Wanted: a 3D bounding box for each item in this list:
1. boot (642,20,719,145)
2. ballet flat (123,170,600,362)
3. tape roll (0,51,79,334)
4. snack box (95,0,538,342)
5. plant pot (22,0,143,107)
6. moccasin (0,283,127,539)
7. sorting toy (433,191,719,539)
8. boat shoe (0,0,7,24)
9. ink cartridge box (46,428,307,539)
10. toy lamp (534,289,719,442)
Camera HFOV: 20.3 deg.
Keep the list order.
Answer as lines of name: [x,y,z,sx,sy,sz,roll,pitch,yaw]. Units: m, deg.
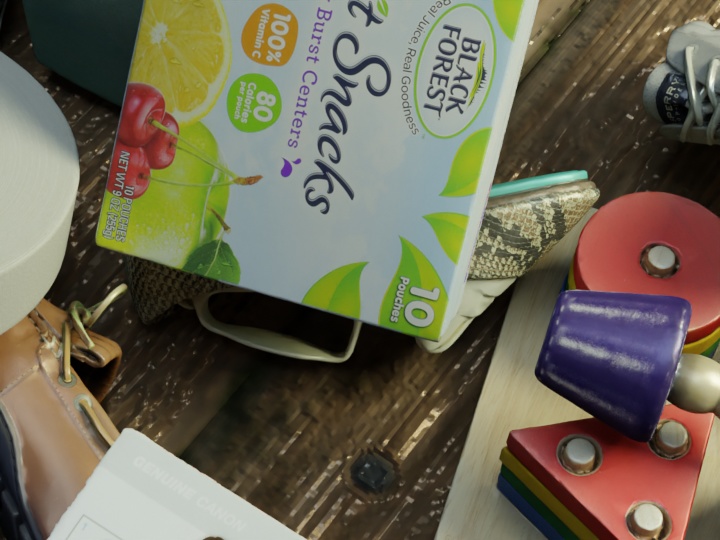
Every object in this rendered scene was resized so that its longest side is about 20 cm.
boot: [0.164,-0.058,0.843,0.095,0.074,0.200,13,16,10]
ballet flat: [0.000,0.000,0.831,0.200,0.068,0.075,-2,90,7]
tape roll: [-0.207,-0.038,0.755,0.202,0.037,0.203,11,37,-9]
snack box: [-0.009,-0.089,0.757,0.142,0.200,0.053,15,16,7]
plant pot: [-0.041,-0.139,0.875,0.200,0.141,0.142,9,58,6]
moccasin: [-0.122,0.045,0.787,0.078,0.074,0.202,-21,62,-22]
sorting toy: [0.146,0.066,0.801,0.198,0.070,0.200,17,58,5]
boat shoe: [-0.188,-0.138,0.900,0.071,0.064,0.200,13,58,3]
ink cartridge box: [-0.073,0.182,0.699,0.162,0.057,0.200,31,70,14]
toy lamp: [0.163,0.053,0.738,0.200,0.058,0.058,17,58,4]
